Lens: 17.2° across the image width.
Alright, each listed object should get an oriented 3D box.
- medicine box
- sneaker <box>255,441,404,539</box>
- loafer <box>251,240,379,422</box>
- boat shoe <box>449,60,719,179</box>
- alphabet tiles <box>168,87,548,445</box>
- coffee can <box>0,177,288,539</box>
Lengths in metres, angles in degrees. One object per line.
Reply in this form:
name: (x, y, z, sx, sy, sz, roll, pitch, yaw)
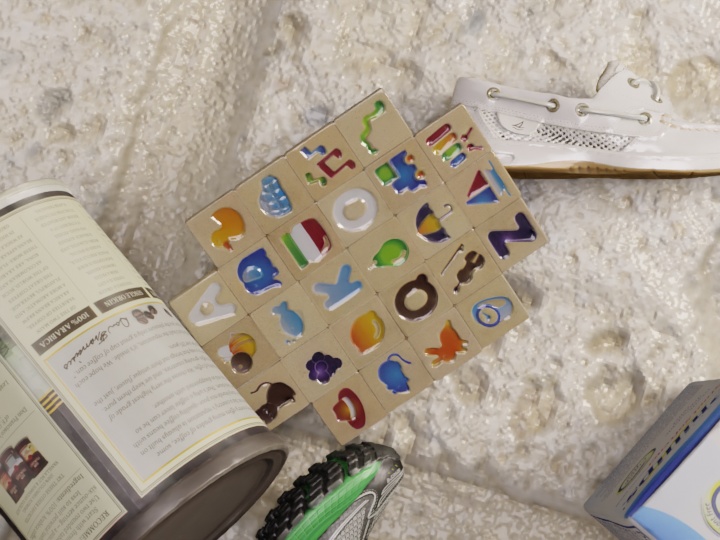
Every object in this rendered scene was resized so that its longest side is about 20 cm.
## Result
medicine box: (0.232, 0.155, 1.313, 0.182, 0.200, 0.103, 41, 86, 1)
sneaker: (-0.030, 0.188, 1.372, 0.085, 0.078, 0.200, 30, 96, -8)
loafer: (-0.030, -0.002, 1.382, 0.076, 0.067, 0.200, 25, 85, 0)
boat shoe: (0.150, -0.088, 1.393, 0.199, 0.071, 0.070, 1, 88, -1)
alphabet tiles: (0.000, 0.000, 1.350, 0.200, 0.006, 0.167, -34, 112, 1)
coffee can: (-0.157, 0.070, 1.317, 0.146, 0.146, 0.200, -40, 77, -4)
